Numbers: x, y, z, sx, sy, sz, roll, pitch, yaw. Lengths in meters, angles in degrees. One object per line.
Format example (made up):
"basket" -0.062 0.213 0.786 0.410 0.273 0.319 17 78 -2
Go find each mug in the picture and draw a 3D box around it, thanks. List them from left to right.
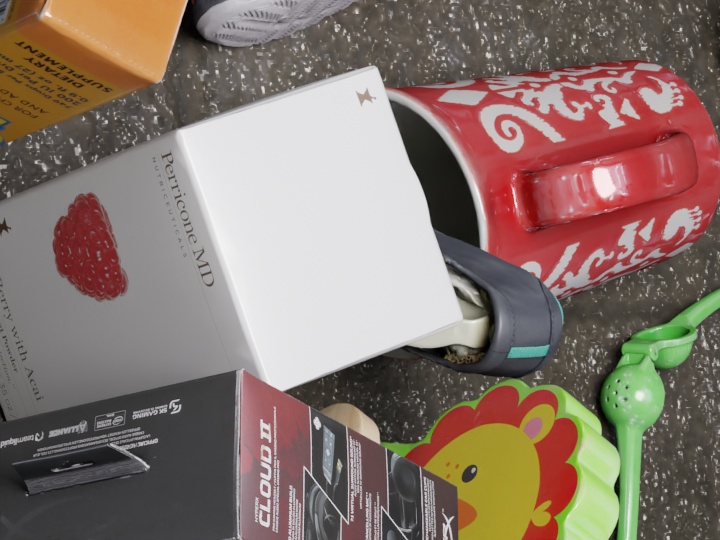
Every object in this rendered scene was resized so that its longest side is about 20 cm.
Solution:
"mug" 0.096 -0.032 1.496 0.199 0.177 0.134 -14 122 -44

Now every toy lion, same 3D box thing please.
"toy lion" 0.028 0.141 1.357 0.069 0.191 0.201 39 68 -33

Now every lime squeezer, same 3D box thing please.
"lime squeezer" 0.166 0.061 1.606 0.071 0.038 0.201 42 56 -23

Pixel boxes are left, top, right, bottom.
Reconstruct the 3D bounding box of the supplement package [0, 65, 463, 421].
"supplement package" -0.074 0.000 1.324 0.119 0.200 0.122 -20 91 -40

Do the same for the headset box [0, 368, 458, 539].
"headset box" -0.069 0.111 1.260 0.200 0.148 0.078 33 51 -52

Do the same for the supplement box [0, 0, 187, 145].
"supplement box" -0.155 -0.098 1.284 0.066 0.200 0.069 28 66 -29

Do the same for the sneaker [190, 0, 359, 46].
"sneaker" -0.027 -0.187 1.499 0.200 0.077 0.112 -27 88 -44

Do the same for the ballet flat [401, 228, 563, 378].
"ballet flat" 0.000 0.000 1.395 0.073 0.199 0.073 -42 145 -40
